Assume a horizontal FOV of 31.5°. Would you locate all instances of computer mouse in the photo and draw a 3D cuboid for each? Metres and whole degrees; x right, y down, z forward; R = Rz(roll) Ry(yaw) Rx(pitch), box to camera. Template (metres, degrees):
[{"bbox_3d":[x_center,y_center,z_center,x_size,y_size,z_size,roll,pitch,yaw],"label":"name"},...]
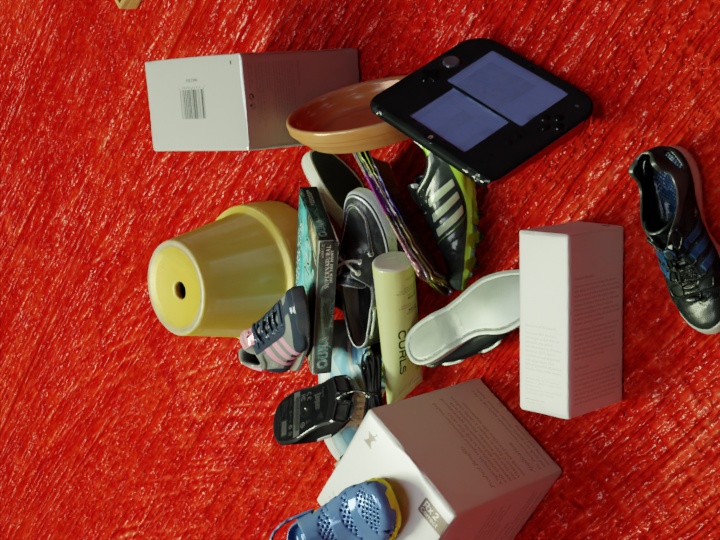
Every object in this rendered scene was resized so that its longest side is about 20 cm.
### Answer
[{"bbox_3d":[-0.031,0.199,1.615,0.200,0.046,0.141,-33,48,34],"label":"computer mouse"}]

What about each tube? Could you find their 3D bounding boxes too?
[{"bbox_3d":[0.049,0.074,1.573,0.052,0.058,0.200,-115,17,-59],"label":"tube"}]

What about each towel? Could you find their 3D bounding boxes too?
[{"bbox_3d":[0.054,-0.062,1.550,0.023,0.144,0.200,-30,73,10],"label":"towel"}]

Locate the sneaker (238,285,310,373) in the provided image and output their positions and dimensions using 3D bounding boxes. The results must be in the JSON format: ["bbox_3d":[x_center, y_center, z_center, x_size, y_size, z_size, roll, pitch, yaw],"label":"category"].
[{"bbox_3d":[-0.109,0.081,1.618,0.200,0.082,0.070,108,156,-60],"label":"sneaker"}]

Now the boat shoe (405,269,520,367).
[{"bbox_3d":[0.145,0.057,1.520,0.200,0.060,0.076,-25,68,31],"label":"boat shoe"}]

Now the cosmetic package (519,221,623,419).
[{"bbox_3d":[0.231,0.052,1.401,0.071,0.101,0.200,9,103,46],"label":"cosmetic package"}]

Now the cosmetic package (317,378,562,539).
[{"bbox_3d":[0.092,0.255,1.512,0.165,0.200,0.165,49,129,29],"label":"cosmetic package"}]

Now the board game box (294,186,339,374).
[{"bbox_3d":[-0.058,0.013,1.623,0.135,0.028,0.200,-113,23,-55],"label":"board game box"}]

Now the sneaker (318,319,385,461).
[{"bbox_3d":[0.009,0.163,1.670,0.130,0.079,0.200,-5,95,48],"label":"sneaker"}]

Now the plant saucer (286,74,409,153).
[{"bbox_3d":[0.012,-0.184,1.522,0.200,0.200,0.038,9,122,45],"label":"plant saucer"}]

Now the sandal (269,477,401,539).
[{"bbox_3d":[-0.033,0.294,1.443,0.200,0.087,0.080,-38,67,41],"label":"sandal"}]

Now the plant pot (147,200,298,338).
[{"bbox_3d":[-0.180,0.012,1.758,0.201,0.189,0.201,12,107,44],"label":"plant pot"}]

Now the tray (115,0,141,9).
[{"bbox_3d":[-0.328,-0.499,1.924,0.200,0.037,0.099,-46,65,41],"label":"tray"}]

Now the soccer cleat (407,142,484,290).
[{"bbox_3d":[0.101,-0.074,1.516,0.081,0.068,0.200,2,109,18],"label":"soccer cleat"}]

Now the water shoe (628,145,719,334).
[{"bbox_3d":[0.320,-0.028,1.309,0.071,0.079,0.200,-20,83,46],"label":"water shoe"}]

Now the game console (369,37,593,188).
[{"bbox_3d":[0.136,-0.179,1.409,0.200,0.177,0.031,38,147,35],"label":"game console"}]

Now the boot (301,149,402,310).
[{"bbox_3d":[-0.042,-0.049,1.691,0.144,0.072,0.200,-45,69,42],"label":"boot"}]

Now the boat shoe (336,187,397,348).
[{"bbox_3d":[0.000,0.000,1.581,0.072,0.068,0.200,14,117,40],"label":"boat shoe"}]

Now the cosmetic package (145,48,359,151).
[{"bbox_3d":[-0.137,-0.221,1.659,0.199,0.200,0.123,5,104,46],"label":"cosmetic package"}]
